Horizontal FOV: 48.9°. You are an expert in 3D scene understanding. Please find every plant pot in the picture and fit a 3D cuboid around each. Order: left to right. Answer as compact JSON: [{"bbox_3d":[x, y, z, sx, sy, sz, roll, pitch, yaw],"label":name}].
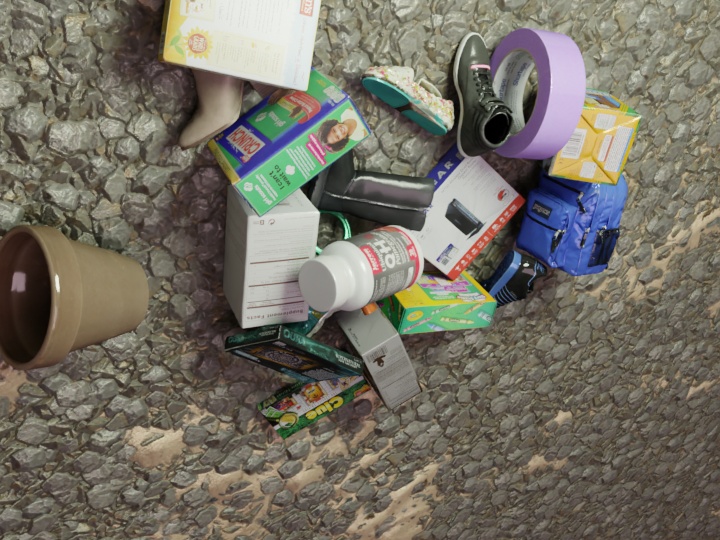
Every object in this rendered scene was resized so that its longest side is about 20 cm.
[{"bbox_3d":[-0.407,0.038,1.134,0.175,0.200,0.200,2,121,-49],"label":"plant pot"}]

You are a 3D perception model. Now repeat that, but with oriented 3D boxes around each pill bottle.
[{"bbox_3d":[0.000,0.000,1.245,0.200,0.111,0.111,-20,132,-46],"label":"pill bottle"}]

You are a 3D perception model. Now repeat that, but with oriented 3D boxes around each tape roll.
[{"bbox_3d":[0.269,-0.279,1.258,0.066,0.200,0.200,0,120,-23],"label":"tape roll"}]

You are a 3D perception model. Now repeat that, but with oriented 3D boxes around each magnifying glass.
[{"bbox_3d":[-0.030,-0.016,1.327,0.080,0.022,0.200,-32,98,-19],"label":"magnifying glass"}]

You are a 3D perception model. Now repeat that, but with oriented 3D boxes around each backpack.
[{"bbox_3d":[0.389,-0.106,1.452,0.168,0.162,0.200,-7,120,-41],"label":"backpack"}]

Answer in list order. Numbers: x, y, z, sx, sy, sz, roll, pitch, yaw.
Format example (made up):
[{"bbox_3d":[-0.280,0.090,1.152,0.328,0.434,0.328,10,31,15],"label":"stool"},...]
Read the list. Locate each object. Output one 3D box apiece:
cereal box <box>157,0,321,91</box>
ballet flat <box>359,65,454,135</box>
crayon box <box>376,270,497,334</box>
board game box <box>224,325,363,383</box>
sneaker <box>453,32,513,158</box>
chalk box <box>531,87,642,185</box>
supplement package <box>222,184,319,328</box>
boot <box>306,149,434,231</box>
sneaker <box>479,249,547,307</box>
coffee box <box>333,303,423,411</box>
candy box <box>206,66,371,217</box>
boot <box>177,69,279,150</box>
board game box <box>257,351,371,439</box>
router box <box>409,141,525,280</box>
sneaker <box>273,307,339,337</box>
[{"bbox_3d":[-0.155,-0.326,1.042,0.200,0.040,0.144,7,97,-27],"label":"cereal box"},{"bbox_3d":[0.077,-0.282,1.255,0.200,0.076,0.064,27,74,-42],"label":"ballet flat"},{"bbox_3d":[0.135,0.056,1.461,0.200,0.119,0.058,-2,121,-27],"label":"crayon box"},{"bbox_3d":[-0.110,0.143,1.328,0.135,0.028,0.200,-14,149,39],"label":"board game box"},{"bbox_3d":[0.201,-0.280,1.258,0.071,0.099,0.200,-4,98,-25],"label":"sneaker"},{"bbox_3d":[0.361,-0.241,1.336,0.124,0.200,0.125,8,117,-9],"label":"chalk box"},{"bbox_3d":[-0.146,-0.026,1.259,0.117,0.117,0.200,-6,123,-25],"label":"supplement package"},{"bbox_3d":[0.029,-0.151,1.275,0.200,0.066,0.165,12,127,-15],"label":"boot"},{"bbox_3d":[0.278,0.039,1.509,0.078,0.070,0.200,22,143,-8],"label":"sneaker"},{"bbox_3d":[0.035,0.154,1.460,0.080,0.114,0.200,-31,139,-6],"label":"coffee box"},{"bbox_3d":[-0.108,-0.190,1.138,0.200,0.169,0.077,-39,127,0],"label":"candy box"},{"bbox_3d":[-0.208,-0.279,1.101,0.200,0.070,0.146,-37,124,-4],"label":"boot"},{"bbox_3d":[-0.086,0.242,1.517,0.200,0.023,0.105,-31,132,0],"label":"board game box"},{"bbox_3d":[0.172,-0.104,1.422,0.200,0.049,0.179,-49,130,8],"label":"router box"},{"bbox_3d":[-0.083,0.053,1.361,0.200,0.078,0.080,-39,162,-11],"label":"sneaker"}]
